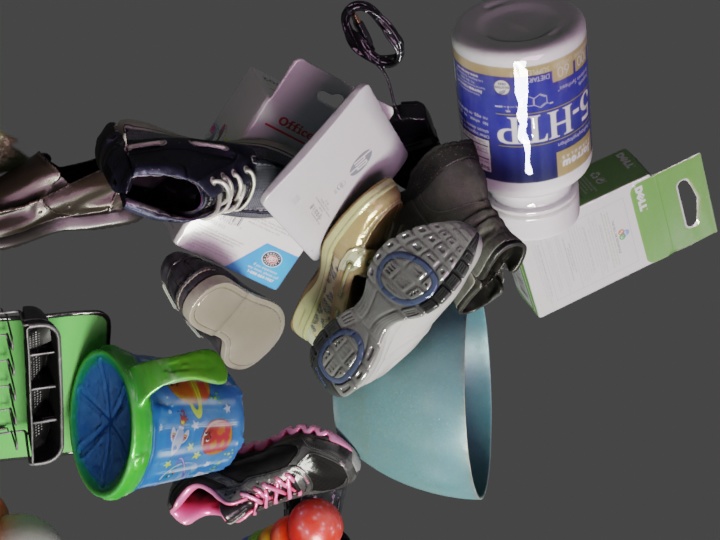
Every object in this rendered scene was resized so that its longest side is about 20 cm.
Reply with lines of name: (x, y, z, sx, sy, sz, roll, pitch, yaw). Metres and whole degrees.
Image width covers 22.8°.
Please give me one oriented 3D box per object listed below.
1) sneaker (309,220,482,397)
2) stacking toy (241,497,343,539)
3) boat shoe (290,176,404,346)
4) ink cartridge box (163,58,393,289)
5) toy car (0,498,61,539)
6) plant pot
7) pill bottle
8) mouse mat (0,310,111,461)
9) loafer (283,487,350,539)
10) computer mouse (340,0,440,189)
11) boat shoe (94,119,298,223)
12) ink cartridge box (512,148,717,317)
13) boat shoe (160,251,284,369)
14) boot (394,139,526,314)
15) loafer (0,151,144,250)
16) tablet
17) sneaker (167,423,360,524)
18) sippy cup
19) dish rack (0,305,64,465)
sneaker: (0.038, 0.027, 1.559, 0.200, 0.075, 0.087, -46, 161, 27)
stacking toy: (-0.081, 0.282, 1.750, 0.085, 0.086, 0.200, 20, 138, -30)
boat shoe: (0.000, 0.000, 1.603, 0.073, 0.063, 0.201, -33, 157, -42)
ink cartridge box: (-0.074, -0.097, 1.573, 0.115, 0.068, 0.200, 25, 110, -31)
toy car: (-0.316, 0.308, 1.683, 0.183, 0.177, 0.201, -20, 114, 6)
plant pot: (0.047, 0.116, 1.696, 0.134, 0.201, 0.201, -2, 125, 11)
pill bottle: (0.148, -0.134, 1.605, 0.119, 0.120, 0.201, -16, 125, -11)
mouse mat: (-0.330, 0.110, 1.642, 0.199, 0.008, 0.162, -4, 122, -20)
loafer: (-0.043, 0.289, 1.825, 0.070, 0.068, 0.202, -3, 118, -9)
computer mouse: (0.029, -0.156, 1.604, 0.058, 0.034, 0.201, -14, 122, 12)
boat shoe: (-0.118, -0.066, 1.478, 0.199, 0.093, 0.075, 7, 117, -22)
ink cartridge box: (0.237, -0.047, 1.729, 0.199, 0.059, 0.104, -25, 126, -5)
boat shoe: (-0.125, 0.032, 1.620, 0.073, 0.063, 0.200, -45, 157, -2)
boot: (0.070, -0.015, 1.602, 0.067, 0.131, 0.200, -10, 156, -29)
loafer: (-0.278, -0.068, 1.520, 0.199, 0.073, 0.072, -12, 114, -20)
tablet: (-0.018, -0.080, 1.521, 0.130, 0.014, 0.200, -49, 163, -3)
sneaker: (-0.096, 0.204, 1.690, 0.199, 0.096, 0.079, -8, 127, 23)
sippy cup: (-0.182, 0.138, 1.641, 0.130, 0.177, 0.141, 1, 91, -35)
dish rack: (-0.367, 0.108, 1.589, 0.199, 0.055, 0.154, -7, 122, -17)
